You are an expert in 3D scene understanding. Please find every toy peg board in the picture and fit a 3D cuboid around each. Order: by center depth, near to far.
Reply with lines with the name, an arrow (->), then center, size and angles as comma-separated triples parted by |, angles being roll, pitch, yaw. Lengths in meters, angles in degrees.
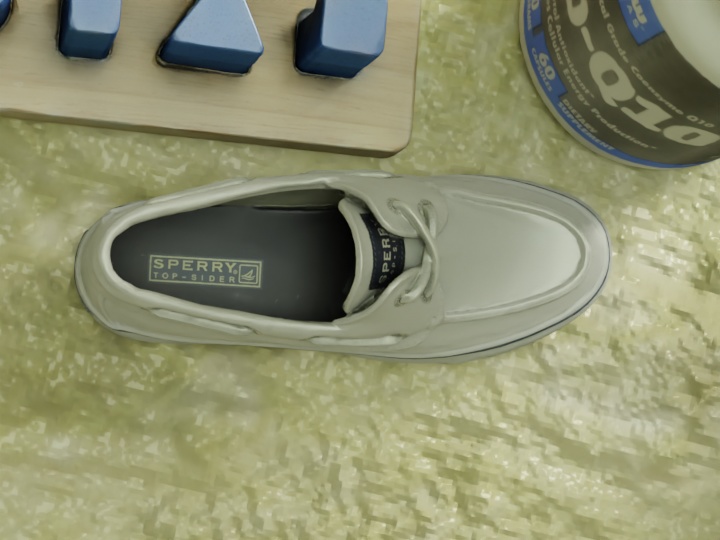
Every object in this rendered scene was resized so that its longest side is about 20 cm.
toy peg board -> -0.065, -0.153, 0.690 | 0.200, 0.098, 0.199 | 5, 84, -11

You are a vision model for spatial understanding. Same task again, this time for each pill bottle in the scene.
pill bottle -> 0.134, -0.102, 0.676 | 0.114, 0.200, 0.114 | 1, 85, -12

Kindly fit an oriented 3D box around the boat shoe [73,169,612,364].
boat shoe -> 0.000, 0.000, 0.707 | 0.200, 0.065, 0.074 | -6, 86, -12
